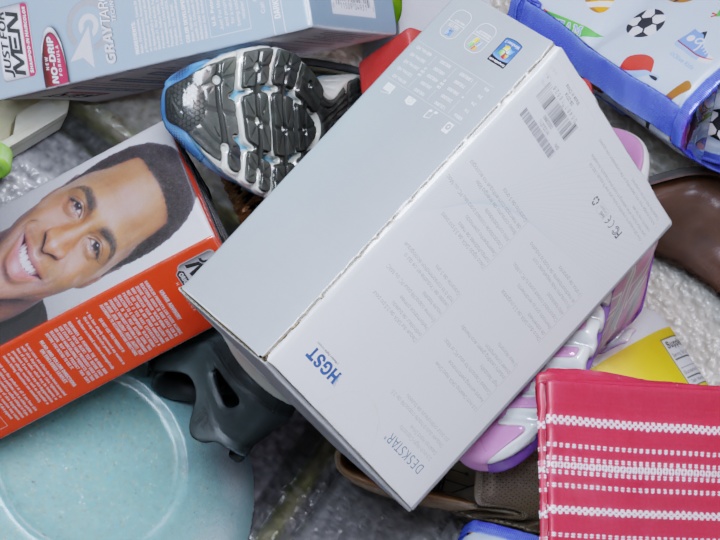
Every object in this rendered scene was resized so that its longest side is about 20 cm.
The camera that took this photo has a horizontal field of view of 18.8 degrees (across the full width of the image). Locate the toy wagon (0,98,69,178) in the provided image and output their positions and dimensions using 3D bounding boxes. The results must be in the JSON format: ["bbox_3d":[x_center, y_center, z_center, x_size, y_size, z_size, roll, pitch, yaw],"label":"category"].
[{"bbox_3d":[-0.261,-0.136,1.235,0.199,0.040,0.156,11,63,-15],"label":"toy wagon"}]

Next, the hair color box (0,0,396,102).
[{"bbox_3d":[-0.093,-0.137,1.176,0.099,0.200,0.061,-6,87,-62],"label":"hair color box"}]

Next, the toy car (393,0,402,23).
[{"bbox_3d":[-0.065,-0.243,1.244,0.157,0.200,0.165,-11,59,17],"label":"toy car"}]

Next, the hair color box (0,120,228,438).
[{"bbox_3d":[-0.164,0.015,1.119,0.200,0.061,0.102,-28,45,1],"label":"hair color box"}]

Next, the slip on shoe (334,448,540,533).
[{"bbox_3d":[0.080,0.105,1.179,0.200,0.076,0.061,12,16,25],"label":"slip on shoe"}]

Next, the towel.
[{"bbox_3d":[0.147,0.151,1.086,0.144,0.022,0.201,5,82,-28],"label":"towel"}]

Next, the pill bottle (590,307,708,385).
[{"bbox_3d":[0.151,0.095,1.240,0.112,0.112,0.200,-27,78,-28],"label":"pill bottle"}]

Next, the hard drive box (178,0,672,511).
[{"bbox_3d":[0.037,-0.007,1.057,0.200,0.156,0.077,-47,46,-7],"label":"hard drive box"}]

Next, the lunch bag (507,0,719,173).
[{"bbox_3d":[0.213,-0.143,1.338,0.200,0.124,0.170,-19,43,-33],"label":"lunch bag"}]

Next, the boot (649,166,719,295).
[{"bbox_3d":[0.231,0.039,1.328,0.186,0.064,0.201,-5,73,-24],"label":"boot"}]

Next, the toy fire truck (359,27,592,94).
[{"bbox_3d":[0.055,-0.056,1.186,0.200,0.049,0.141,12,61,-38],"label":"toy fire truck"}]

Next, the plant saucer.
[{"bbox_3d":[-0.148,0.107,1.167,0.200,0.039,0.202,8,65,-18],"label":"plant saucer"}]

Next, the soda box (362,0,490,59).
[{"bbox_3d":[0.038,-0.205,1.360,0.063,0.068,0.201,4,66,-18],"label":"soda box"}]

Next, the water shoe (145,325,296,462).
[{"bbox_3d":[-0.093,0.027,1.173,0.071,0.200,0.079,35,98,-34],"label":"water shoe"}]

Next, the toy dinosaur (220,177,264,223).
[{"bbox_3d":[0.000,0.000,1.213,0.136,0.102,0.200,-19,71,-47],"label":"toy dinosaur"}]

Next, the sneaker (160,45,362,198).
[{"bbox_3d":[-0.063,-0.074,1.168,0.090,0.200,0.079,2,88,21],"label":"sneaker"}]

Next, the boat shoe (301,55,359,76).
[{"bbox_3d":[0.028,-0.077,1.302,0.199,0.060,0.076,10,64,-16],"label":"boat shoe"}]

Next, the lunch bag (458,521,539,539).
[{"bbox_3d":[0.104,0.248,1.139,0.200,0.124,0.170,33,58,-3],"label":"lunch bag"}]

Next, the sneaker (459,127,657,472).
[{"bbox_3d":[0.109,0.025,1.157,0.080,0.089,0.200,13,65,31],"label":"sneaker"}]
